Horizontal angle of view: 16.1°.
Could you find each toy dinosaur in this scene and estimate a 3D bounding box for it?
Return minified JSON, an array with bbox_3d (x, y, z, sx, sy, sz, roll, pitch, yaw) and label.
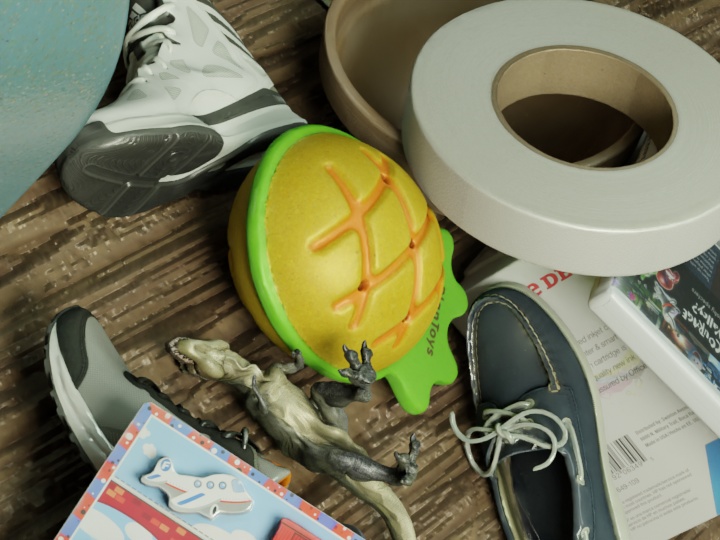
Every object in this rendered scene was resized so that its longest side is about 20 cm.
[{"bbox_3d":[-0.012,0.089,1.350,0.200,0.088,0.048,47,49,-13],"label":"toy dinosaur"}]

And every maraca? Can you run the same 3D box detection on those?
[{"bbox_3d":[0.000,0.000,1.414,0.200,0.107,0.138,36,59,-46],"label":"maraca"}]

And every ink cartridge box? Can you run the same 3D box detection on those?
[{"bbox_3d":[0.183,0.034,1.556,0.200,0.147,0.146,52,39,-9],"label":"ink cartridge box"}]

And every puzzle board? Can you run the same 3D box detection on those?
[{"bbox_3d":[-0.056,0.175,1.174,0.200,0.017,0.151,32,77,2],"label":"puzzle board"}]

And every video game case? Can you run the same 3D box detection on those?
[{"bbox_3d":[0.221,0.024,1.470,0.200,0.023,0.182,44,41,-18],"label":"video game case"}]

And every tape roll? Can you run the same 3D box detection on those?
[{"bbox_3d":[0.123,-0.079,1.435,0.202,0.037,0.203,5,44,-5],"label":"tape roll"}]

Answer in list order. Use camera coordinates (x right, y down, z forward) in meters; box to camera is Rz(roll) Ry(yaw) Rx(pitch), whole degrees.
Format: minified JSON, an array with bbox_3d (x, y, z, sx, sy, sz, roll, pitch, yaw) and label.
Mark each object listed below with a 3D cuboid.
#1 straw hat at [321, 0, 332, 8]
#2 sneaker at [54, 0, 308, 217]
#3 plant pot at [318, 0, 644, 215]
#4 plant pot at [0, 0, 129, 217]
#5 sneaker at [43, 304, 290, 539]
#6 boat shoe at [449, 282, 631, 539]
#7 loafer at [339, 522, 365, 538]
[{"bbox_3d":[0.026,-0.247,1.628,0.201,0.085,0.202,28,46,-33],"label":"straw hat"},{"bbox_3d":[-0.120,-0.099,1.389,0.116,0.076,0.200,56,28,12],"label":"sneaker"},{"bbox_3d":[0.069,-0.096,1.535,0.200,0.093,0.201,7,45,-7],"label":"plant pot"},{"bbox_3d":[-0.222,-0.131,1.179,0.196,0.200,0.196,-13,76,-51],"label":"plant pot"},{"bbox_3d":[-0.084,0.095,1.242,0.200,0.079,0.074,53,3,17],"label":"sneaker"},{"bbox_3d":[0.099,0.106,1.475,0.062,0.075,0.201,-9,85,-55],"label":"boat shoe"},{"bbox_3d":[-0.047,0.208,1.259,0.200,0.072,0.063,-56,135,-46],"label":"loafer"}]
